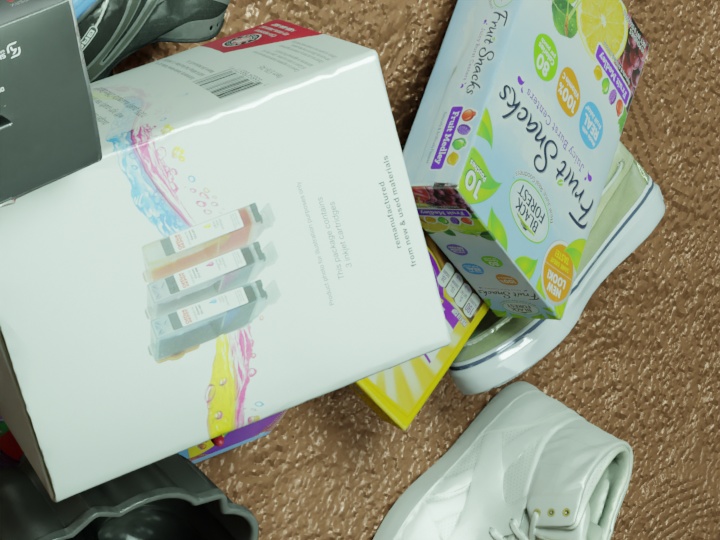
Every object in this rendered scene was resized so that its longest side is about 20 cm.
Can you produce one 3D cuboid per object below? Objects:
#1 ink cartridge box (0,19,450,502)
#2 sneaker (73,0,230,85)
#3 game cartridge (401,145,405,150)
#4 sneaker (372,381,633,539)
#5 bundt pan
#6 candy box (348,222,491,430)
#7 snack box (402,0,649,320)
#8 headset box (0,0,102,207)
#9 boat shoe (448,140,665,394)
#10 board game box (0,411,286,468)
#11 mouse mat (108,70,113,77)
[{"bbox_3d":[-0.087,-0.012,0.943,0.198,0.145,0.146,-20,109,-15],"label":"ink cartridge box"},{"bbox_3d":[-0.086,-0.160,1.016,0.199,0.071,0.083,-40,137,-21],"label":"sneaker"},{"bbox_3d":[-0.008,-0.010,1.187,0.199,0.038,0.131,0,103,-45],"label":"game cartridge"},{"bbox_3d":[0.089,0.168,1.298,0.200,0.115,0.074,-51,137,-15],"label":"sneaker"},{"bbox_3d":[-0.153,0.160,1.049,0.201,0.076,0.203,-26,144,-21],"label":"bundt pan"},{"bbox_3d":[0.000,0.000,1.157,0.103,0.026,0.200,-53,135,-10],"label":"candy box"},{"bbox_3d":[0.098,-0.093,1.203,0.142,0.053,0.201,47,55,-44],"label":"snack box"},{"bbox_3d":[-0.212,-0.072,0.829,0.148,0.199,0.078,-27,124,-30],"label":"headset box"},{"bbox_3d":[0.115,-0.004,1.298,0.200,0.072,0.062,-47,112,-28],"label":"boat shoe"},{"bbox_3d":[-0.102,0.057,1.069,0.198,0.039,0.159,-19,128,-18],"label":"board game box"},{"bbox_3d":[-0.185,-0.068,1.004,0.160,0.007,0.202,-20,119,-39],"label":"mouse mat"}]
